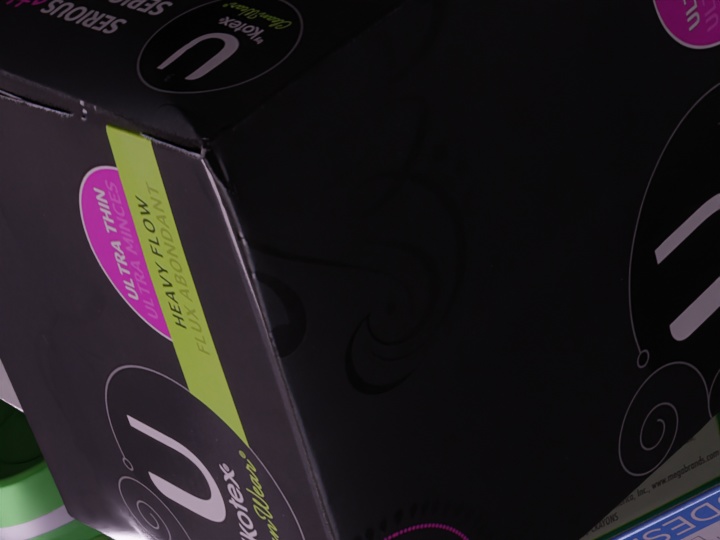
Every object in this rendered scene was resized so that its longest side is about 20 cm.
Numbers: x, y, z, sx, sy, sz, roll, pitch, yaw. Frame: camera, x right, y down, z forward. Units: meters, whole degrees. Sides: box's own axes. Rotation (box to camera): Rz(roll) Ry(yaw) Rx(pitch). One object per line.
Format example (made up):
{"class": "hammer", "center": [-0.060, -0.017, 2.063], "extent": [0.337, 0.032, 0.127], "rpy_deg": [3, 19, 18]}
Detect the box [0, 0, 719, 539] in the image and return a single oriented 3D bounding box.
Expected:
{"class": "box", "center": [0.018, -0.033, 0.508], "extent": [0.124, 0.200, 0.149], "rpy_deg": [22, 139, 44]}

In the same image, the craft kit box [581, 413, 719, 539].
{"class": "craft kit box", "center": [0.108, 0.113, 0.700], "extent": [0.200, 0.049, 0.197], "rpy_deg": [-30, 135, 27]}

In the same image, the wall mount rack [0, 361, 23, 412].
{"class": "wall mount rack", "center": [-0.042, 0.005, 0.683], "extent": [0.199, 0.075, 0.174], "rpy_deg": [32, 135, -9]}

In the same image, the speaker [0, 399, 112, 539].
{"class": "speaker", "center": [-0.085, 0.121, 0.835], "extent": [0.088, 0.089, 0.200], "rpy_deg": [9, 139, 38]}
